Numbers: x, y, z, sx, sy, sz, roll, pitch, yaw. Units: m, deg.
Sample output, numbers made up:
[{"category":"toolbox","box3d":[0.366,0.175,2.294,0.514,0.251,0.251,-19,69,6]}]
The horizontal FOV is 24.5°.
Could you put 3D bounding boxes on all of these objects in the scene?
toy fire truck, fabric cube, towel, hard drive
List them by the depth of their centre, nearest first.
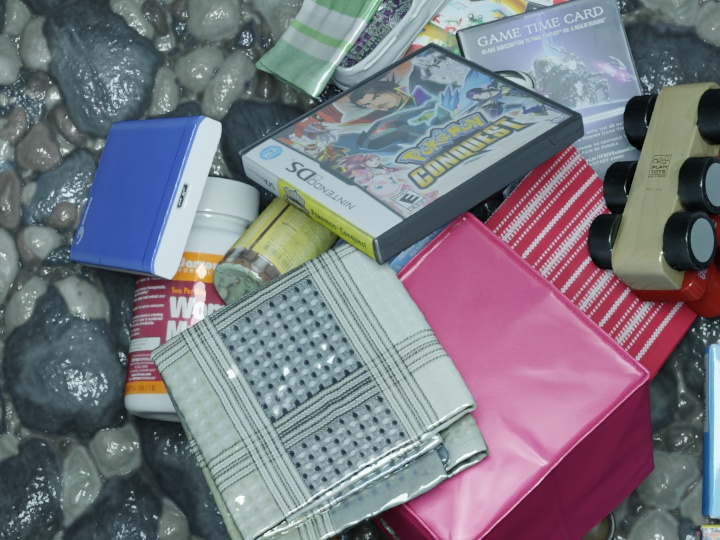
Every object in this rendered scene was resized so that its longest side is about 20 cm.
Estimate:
[{"category":"towel","box3d":[-0.032,0.090,1.161,0.192,0.035,0.200,-28,64,-3]},{"category":"fabric cube","box3d":[0.087,0.118,1.255,0.200,0.199,0.196,-41,66,-9]},{"category":"towel","box3d":[0.188,0.006,1.357,0.200,0.022,0.145,49,57,-10]},{"category":"toy fire truck","box3d":[0.306,-0.038,1.374,0.129,0.200,0.176,-1,62,42]},{"category":"towel","box3d":[-0.010,-0.242,1.391,0.023,0.153,0.200,34,91,-24]},{"category":"hard drive","box3d":[-0.184,-0.063,1.396,0.025,0.200,0.132,20,84,-28]}]

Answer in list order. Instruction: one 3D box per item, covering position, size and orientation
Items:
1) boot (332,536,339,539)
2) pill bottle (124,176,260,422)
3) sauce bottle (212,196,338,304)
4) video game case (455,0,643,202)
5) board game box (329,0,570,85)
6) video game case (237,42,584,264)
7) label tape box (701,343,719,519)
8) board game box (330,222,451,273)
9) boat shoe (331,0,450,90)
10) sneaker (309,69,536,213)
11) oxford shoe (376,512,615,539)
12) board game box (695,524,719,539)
[{"category":"boot","box3d":[-0.058,0.212,1.360,0.071,0.144,0.201,-32,80,1]},{"category":"pill bottle","box3d":[-0.138,0.027,1.410,0.109,0.110,0.200,3,80,7]},{"category":"sauce bottle","box3d":[-0.046,-0.041,1.390,0.065,0.065,0.200,33,51,10]},{"category":"video game case","box3d":[0.175,-0.126,1.416,0.143,0.019,0.200,-15,87,-6]},{"category":"board game box","box3d":[0.073,-0.202,1.457,0.200,0.035,0.126,16,85,8]},{"category":"video game case","box3d":[0.036,-0.096,1.259,0.200,0.026,0.181,-32,41,-23]},{"category":"label tape box","box3d":[0.384,0.135,1.361,0.200,0.066,0.144,1,83,4]},{"category":"board game box","box3d":[0.000,0.000,1.358,0.151,0.200,0.037,-46,105,-1]},{"category":"boat shoe","box3d":[0.034,-0.244,1.414,0.072,0.069,0.200,39,88,10]},{"category":"sneaker","box3d":[0.053,-0.099,1.386,0.200,0.076,0.116,-6,95,22]},{"category":"oxford shoe","box3d":[0.112,0.217,1.371,0.200,0.084,0.073,-4,80,4]},{"category":"board game box","box3d":[0.373,0.293,1.344,0.200,0.057,0.166,1,80,7]}]
